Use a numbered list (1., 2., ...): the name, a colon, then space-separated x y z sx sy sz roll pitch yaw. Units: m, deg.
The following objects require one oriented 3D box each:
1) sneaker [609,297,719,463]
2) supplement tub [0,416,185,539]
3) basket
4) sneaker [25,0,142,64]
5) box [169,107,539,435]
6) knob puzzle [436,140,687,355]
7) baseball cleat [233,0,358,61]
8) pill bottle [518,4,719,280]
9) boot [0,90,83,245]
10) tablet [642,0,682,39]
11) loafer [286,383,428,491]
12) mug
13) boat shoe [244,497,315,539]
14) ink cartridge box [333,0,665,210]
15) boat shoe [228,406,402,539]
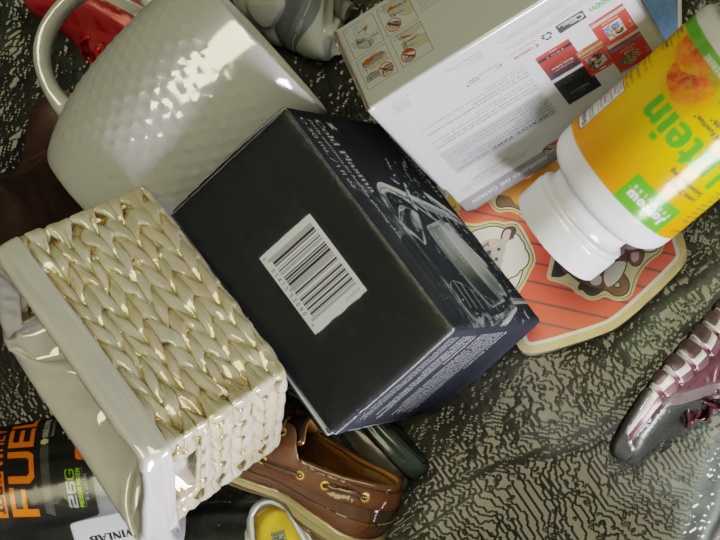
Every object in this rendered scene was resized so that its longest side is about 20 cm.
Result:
1. sneaker: 0.282 0.087 1.420 0.115 0.076 0.200 40 84 10
2. supplement tub: -0.237 0.172 1.430 0.199 0.123 0.123 -12 76 3
3. basket: -0.150 0.061 1.335 0.123 0.136 0.200 -29 66 -21
4. sneaker: -0.190 -0.152 1.522 0.200 0.078 0.116 22 79 11
5. box: 0.000 0.000 1.393 0.124 0.197 0.200 -41 76 16
6. knob puzzle: 0.151 -0.032 1.482 0.219 0.030 0.220 -1 77 6
7. baseball cleat: -0.053 -0.246 1.475 0.106 0.200 0.070 15 41 12
8. pill bottle: 0.212 -0.086 1.391 0.200 0.111 0.111 -42 75 21
9. boot: -0.246 -0.056 1.456 0.072 0.166 0.201 -7 78 14
10. tablet: 0.146 -0.179 1.473 0.199 0.014 0.130 -6 117 0
11. loafer: -0.037 0.095 1.455 0.063 0.072 0.200 -45 80 6
12. mug: -0.154 -0.129 1.426 0.175 0.148 0.200 -43 83 4
13. boat shoe: -0.037 0.257 1.408 0.074 0.086 0.202 -17 76 2
14. ink cartridge box: 0.112 -0.155 1.413 0.200 0.176 0.084 -31 55 11
15. boat shoe: -0.057 0.128 1.413 0.200 0.072 0.068 32 117 7
